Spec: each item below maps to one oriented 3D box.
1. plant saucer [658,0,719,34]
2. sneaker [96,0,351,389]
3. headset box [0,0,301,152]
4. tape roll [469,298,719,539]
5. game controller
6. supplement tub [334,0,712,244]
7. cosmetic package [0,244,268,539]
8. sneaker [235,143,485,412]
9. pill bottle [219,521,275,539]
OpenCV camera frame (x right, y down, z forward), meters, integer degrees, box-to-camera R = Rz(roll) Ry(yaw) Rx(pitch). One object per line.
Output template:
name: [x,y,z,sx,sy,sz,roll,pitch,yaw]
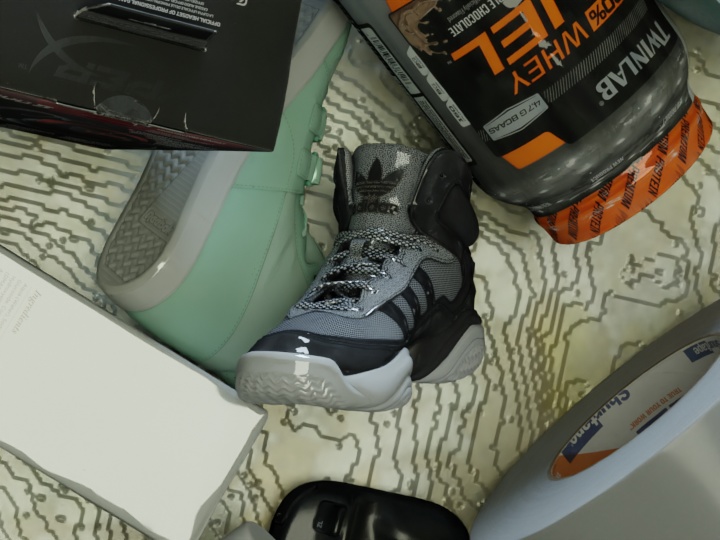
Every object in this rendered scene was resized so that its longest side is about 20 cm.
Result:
plant saucer: [0.136,-0.181,1.159,0.039,0.201,0.201,-32,95,25]
sneaker: [-0.041,-0.038,1.184,0.118,0.074,0.201,47,61,-37]
headset box: [-0.129,-0.101,1.076,0.148,0.200,0.075,12,87,-29]
tape roll: [0.146,0.087,1.133,0.200,0.200,0.066,-40,94,-7]
game controller: [-0.009,0.206,1.195,0.104,0.042,0.201,14,87,-23]
supplement tub: [0.071,-0.118,1.156,0.122,0.122,0.200,-41,105,-7]
cosmetic package: [-0.148,0.046,1.135,0.200,0.113,0.081,33,84,-5]
sneaker: [0.000,0.000,1.120,0.075,0.200,0.114,3,96,24]
pill bottle: [-0.102,0.211,1.121,0.200,0.116,0.116,-38,95,3]
